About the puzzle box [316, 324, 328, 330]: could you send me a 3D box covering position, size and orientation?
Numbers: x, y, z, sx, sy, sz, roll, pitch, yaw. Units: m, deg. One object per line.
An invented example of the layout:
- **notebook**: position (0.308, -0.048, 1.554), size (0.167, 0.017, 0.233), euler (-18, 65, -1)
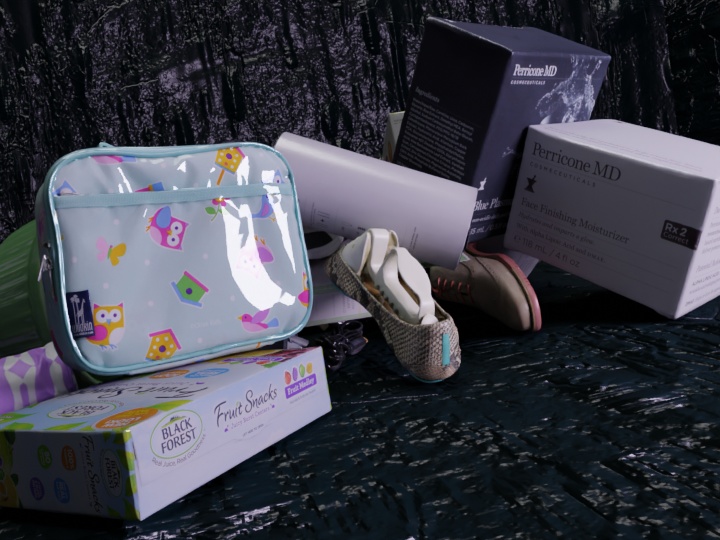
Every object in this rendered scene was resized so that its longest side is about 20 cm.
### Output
- **puzzle box**: position (-0.115, -0.009, 0.969), size (0.025, 0.201, 0.133), euler (-42, 12, -10)

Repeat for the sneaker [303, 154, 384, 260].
- **sneaker**: position (-0.036, -0.069, 0.795), size (0.072, 0.082, 0.199), euler (13, 29, 33)

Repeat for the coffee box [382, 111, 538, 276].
- **coffee box**: position (0.142, -0.099, 1.046), size (0.195, 0.203, 0.200), euler (-9, -20, -6)

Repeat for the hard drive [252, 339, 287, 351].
- **hard drive**: position (-0.122, 0.008, 0.636), size (0.132, 0.206, 0.042), euler (-8, 11, -28)

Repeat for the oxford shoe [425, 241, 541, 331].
- **oxford shoe**: position (0.113, 0.019, 0.769), size (0.073, 0.072, 0.200), euler (-19, 24, -16)

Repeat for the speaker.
- **speaker**: position (0.010, -0.065, 0.703), size (0.195, 0.083, 0.081), euler (16, 7, 4)

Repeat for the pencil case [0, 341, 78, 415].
- **pencil case**: position (-0.302, 0.105, 0.537), size (0.196, 0.085, 0.086), euler (-10, 41, -29)

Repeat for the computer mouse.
- **computer mouse**: position (-0.093, 0.075, 0.750), size (0.195, 0.045, 0.109), euler (-8, 6, 20)

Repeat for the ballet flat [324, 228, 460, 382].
- **ballet flat**: position (0.026, 0.010, 0.630), size (0.066, 0.077, 0.200), euler (-12, 34, -22)

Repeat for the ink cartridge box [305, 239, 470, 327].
- **ink cartridge box**: position (0.000, 0.000, 0.782), size (0.195, 0.049, 0.146), euler (-7, 21, -12)

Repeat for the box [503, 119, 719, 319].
- **box**: position (0.287, -0.066, 0.758), size (0.197, 0.134, 0.197), euler (-13, 29, -43)

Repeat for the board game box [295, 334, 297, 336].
- **board game box**: position (-0.176, 0.043, 0.839), size (0.195, 0.123, 0.032), euler (-9, -14, -10)

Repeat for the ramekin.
- **ramekin**: position (-0.258, 0.030, 0.714), size (0.096, 0.205, 0.199), euler (-14, 2, 25)

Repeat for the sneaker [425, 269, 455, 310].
- **sneaker**: position (0.075, 0.001, 0.898), size (0.198, 0.087, 0.074), euler (-16, -36, -52)

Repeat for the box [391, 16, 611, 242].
- **box**: position (0.146, -0.152, 0.803), size (0.194, 0.204, 0.117), euler (-14, 37, -43)

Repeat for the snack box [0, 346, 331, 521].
- **snack box**: position (-0.127, 0.097, 0.491), size (0.139, 0.054, 0.199), euler (-8, 4, 29)

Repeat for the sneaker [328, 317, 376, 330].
- **sneaker**: position (0.001, 0.036, 0.946), size (0.104, 0.061, 0.199), euler (-34, 3, 45)

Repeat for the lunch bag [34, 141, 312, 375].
- **lunch bag**: position (-0.137, -0.015, 0.548), size (0.196, 0.165, 0.077), euler (-8, 1, -31)
